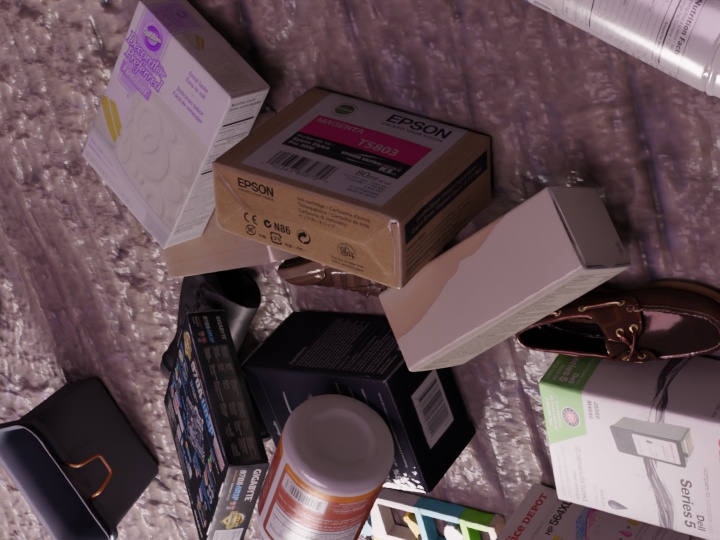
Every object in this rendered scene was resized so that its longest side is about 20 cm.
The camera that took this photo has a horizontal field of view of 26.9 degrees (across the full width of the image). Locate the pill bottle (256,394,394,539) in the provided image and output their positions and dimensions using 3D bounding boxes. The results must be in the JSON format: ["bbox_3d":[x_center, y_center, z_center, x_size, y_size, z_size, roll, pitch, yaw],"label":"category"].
[{"bbox_3d":[-0.042,0.222,1.501,0.112,0.112,0.201,34,139,12],"label":"pill bottle"}]

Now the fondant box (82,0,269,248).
[{"bbox_3d":[-0.184,-0.144,1.463,0.144,0.058,0.201,46,130,20],"label":"fondant box"}]

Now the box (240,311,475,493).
[{"bbox_3d":[-0.003,0.133,1.559,0.199,0.104,0.149,4,126,38],"label":"box"}]

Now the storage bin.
[{"bbox_3d":[-0.351,0.238,1.915,0.145,0.134,0.201,-16,113,46],"label":"storage bin"}]

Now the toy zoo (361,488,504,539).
[{"bbox_3d":[0.084,0.312,1.701,0.199,0.020,0.132,8,128,36],"label":"toy zoo"}]

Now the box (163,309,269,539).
[{"bbox_3d":[-0.155,0.168,1.581,0.160,0.046,0.201,110,148,-45],"label":"box"}]

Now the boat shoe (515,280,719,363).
[{"bbox_3d":[0.231,0.053,1.325,0.199,0.070,0.071,0,122,38],"label":"boat shoe"}]

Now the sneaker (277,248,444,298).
[{"bbox_3d":[0.000,0.000,1.472,0.199,0.070,0.076,-13,115,46],"label":"sneaker"}]

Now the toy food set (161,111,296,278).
[{"bbox_3d":[-0.141,-0.075,1.532,0.199,0.060,0.145,-8,97,42],"label":"toy food set"}]

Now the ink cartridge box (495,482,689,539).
[{"bbox_3d":[0.216,0.318,1.514,0.199,0.129,0.126,15,131,29],"label":"ink cartridge box"}]

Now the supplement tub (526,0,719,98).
[{"bbox_3d":[0.208,-0.219,1.067,0.199,0.132,0.133,29,138,15],"label":"supplement tub"}]

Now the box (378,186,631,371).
[{"bbox_3d":[0.124,0.009,1.306,0.199,0.095,0.078,-33,72,31],"label":"box"}]

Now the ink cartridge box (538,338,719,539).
[{"bbox_3d":[0.274,0.152,1.359,0.199,0.084,0.147,11,129,33],"label":"ink cartridge box"}]

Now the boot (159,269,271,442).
[{"bbox_3d":[-0.140,0.086,1.672,0.164,0.066,0.201,34,134,9],"label":"boot"}]

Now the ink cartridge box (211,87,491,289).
[{"bbox_3d":[-0.006,-0.078,1.338,0.199,0.165,0.076,18,130,27],"label":"ink cartridge box"}]
